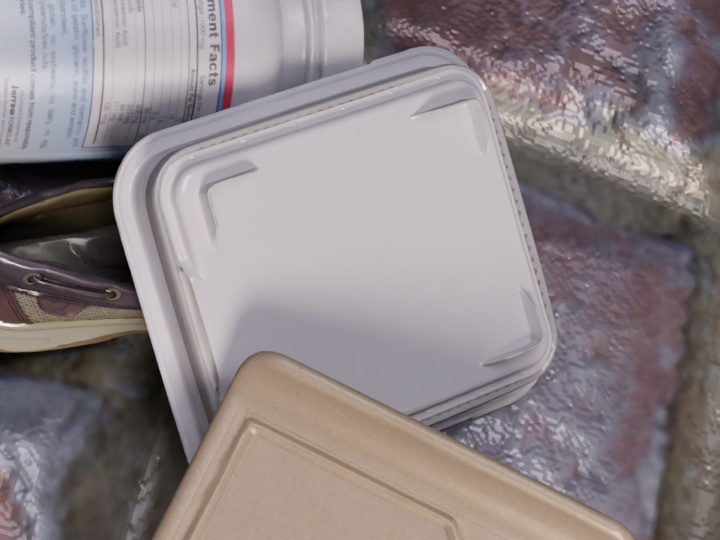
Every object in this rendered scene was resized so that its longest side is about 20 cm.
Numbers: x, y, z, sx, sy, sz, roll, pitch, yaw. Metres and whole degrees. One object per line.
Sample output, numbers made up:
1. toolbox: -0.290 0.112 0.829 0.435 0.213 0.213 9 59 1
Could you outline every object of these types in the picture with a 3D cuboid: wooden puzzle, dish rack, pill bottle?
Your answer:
1. wooden puzzle: -0.007 0.159 1.024 0.185 0.037 0.200 26 83 4
2. dish rack: 0.000 0.000 1.104 0.200 0.043 0.172 -20 99 -29
3. pill bottle: -0.105 -0.105 1.134 0.199 0.109 0.109 -3 63 -20

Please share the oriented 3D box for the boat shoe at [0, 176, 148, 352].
1. boat shoe: -0.088 -0.012 1.114 0.199 0.065 0.072 -9 64 -23
